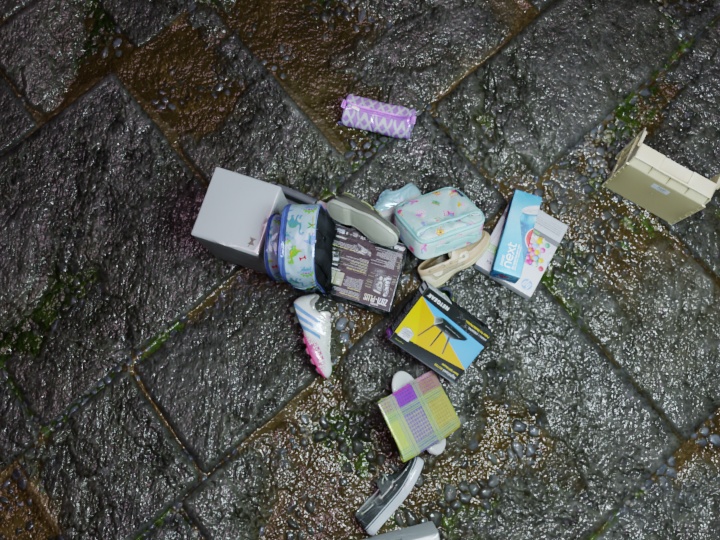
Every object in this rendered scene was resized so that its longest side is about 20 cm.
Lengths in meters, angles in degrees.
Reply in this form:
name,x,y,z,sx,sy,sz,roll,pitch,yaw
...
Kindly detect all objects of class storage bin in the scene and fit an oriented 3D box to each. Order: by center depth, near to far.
name,x,y,z,sx,sy,sz,roll,pitch,yaw
storage bin,0.700,-0.217,1.354,0.198,0.199,0.095,32,84,9

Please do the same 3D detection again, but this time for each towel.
name,x,y,z,sx,sy,sz,roll,pitch,yaw
towel,0.134,0.321,1.295,0.197,0.023,0.146,-19,78,-40

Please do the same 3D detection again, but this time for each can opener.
name,x,y,z,sx,sy,sz,roll,pitch,yaw
can opener,-0.132,-0.164,1.442,0.196,0.067,0.054,24,78,7

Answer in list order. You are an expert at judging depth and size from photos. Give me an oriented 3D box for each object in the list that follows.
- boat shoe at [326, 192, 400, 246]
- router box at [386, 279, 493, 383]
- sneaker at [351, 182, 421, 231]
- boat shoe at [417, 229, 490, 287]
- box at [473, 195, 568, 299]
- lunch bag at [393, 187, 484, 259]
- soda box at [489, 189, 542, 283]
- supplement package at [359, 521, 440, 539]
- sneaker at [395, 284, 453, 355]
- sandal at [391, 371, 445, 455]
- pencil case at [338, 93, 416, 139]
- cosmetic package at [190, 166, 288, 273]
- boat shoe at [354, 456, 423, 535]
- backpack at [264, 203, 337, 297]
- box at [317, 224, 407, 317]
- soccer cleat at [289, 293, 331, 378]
name,x,y,z,sx,sy,sz,roll,pitch,yaw
boat shoe,0.014,-0.124,1.351,0.199,0.073,0.060,29,53,23
router box,0.179,0.140,1.308,0.198,0.051,0.150,34,103,-16
sneaker,0.061,-0.153,1.438,0.196,0.074,0.083,-24,59,-6
boat shoe,0.225,-0.039,1.387,0.199,0.065,0.071,-39,34,-5
box,0.389,-0.058,1.411,0.154,0.041,0.202,31,82,9
lunch bag,0.188,-0.112,1.360,0.196,0.078,0.161,-20,45,-18
soda box,0.365,-0.080,1.364,0.066,0.064,0.204,17,79,7
supplement package,0.093,0.663,1.210,0.186,0.147,0.205,-14,76,-1
sneaker,0.150,0.111,1.363,0.073,0.081,0.201,35,81,10
sandal,0.121,0.332,1.329,0.082,0.050,0.206,-22,80,-43
pencil case,0.045,-0.394,1.477,0.195,0.086,0.086,13,80,4
cosmetic package,-0.270,-0.109,1.368,0.164,0.200,0.170,17,78,5
boat shoe,0.061,0.489,1.287,0.071,0.072,0.201,38,84,5
backpack,-0.132,-0.050,1.262,0.143,0.200,0.188,2,78,4
box,0.000,0.000,1.390,0.195,0.086,0.168,15,78,6
soccer cleat,-0.098,0.149,1.369,0.085,0.070,0.204,-25,77,1
